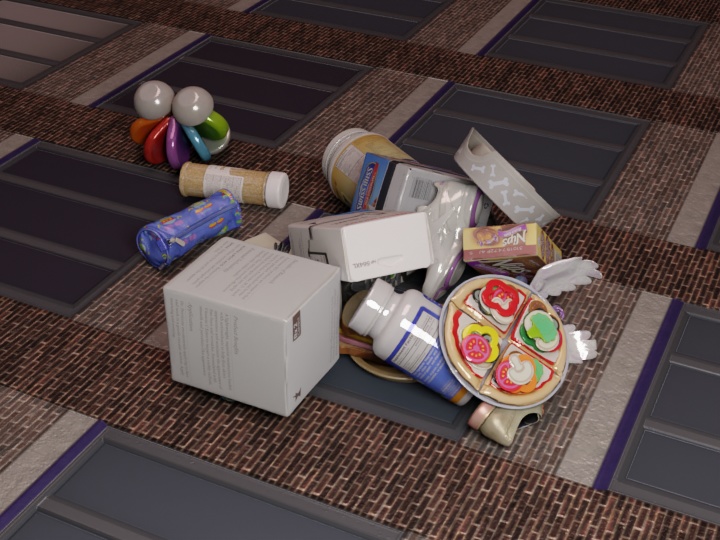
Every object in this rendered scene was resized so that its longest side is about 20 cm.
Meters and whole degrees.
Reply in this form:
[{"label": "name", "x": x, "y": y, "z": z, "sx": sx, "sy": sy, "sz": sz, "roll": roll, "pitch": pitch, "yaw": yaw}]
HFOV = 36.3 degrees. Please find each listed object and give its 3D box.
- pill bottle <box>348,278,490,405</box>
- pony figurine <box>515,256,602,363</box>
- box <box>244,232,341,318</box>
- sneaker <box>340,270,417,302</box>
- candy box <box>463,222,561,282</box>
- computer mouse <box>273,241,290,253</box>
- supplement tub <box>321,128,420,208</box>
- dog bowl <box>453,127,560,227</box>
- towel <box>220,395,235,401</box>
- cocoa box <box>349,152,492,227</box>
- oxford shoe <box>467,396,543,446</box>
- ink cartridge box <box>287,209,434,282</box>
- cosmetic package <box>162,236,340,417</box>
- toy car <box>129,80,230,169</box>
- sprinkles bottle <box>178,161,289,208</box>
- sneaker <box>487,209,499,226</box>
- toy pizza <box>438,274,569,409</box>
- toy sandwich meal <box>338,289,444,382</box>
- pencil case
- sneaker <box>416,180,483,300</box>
[{"label": "pill bottle", "x": 0.088, "y": 0.097, "z": 1.567, "sx": 0.200, "sy": 0.112, "sz": 0.112, "roll": 32, "pitch": 37, "yaw": -1}, {"label": "pony figurine", "x": 0.257, "y": 0.060, "z": 1.679, "sx": 0.193, "sy": 0.167, "sz": 0.200, "roll": -8, "pitch": 12, "yaw": -14}, {"label": "box", "x": -0.118, "y": 0.019, "z": 1.779, "sx": 0.068, "sy": 0.082, "sz": 0.200, "roll": -25, "pitch": 42, "yaw": -33}, {"label": "sneaker", "x": 0.000, "y": 0.000, "z": 1.828, "sx": 0.115, "sy": 0.075, "sz": 0.200, "roll": 19, "pitch": 27, "yaw": 33}, {"label": "candy box", "x": 0.244, "y": -0.024, "z": 1.743, "sx": 0.116, "sy": 0.057, "sz": 0.200, "roll": -4, "pitch": -11, "yaw": 20}, {"label": "computer mouse", "x": -0.191, "y": 0.023, "z": 1.746, "sx": 0.200, "sy": 0.044, "sz": 0.110, "roll": -12, "pitch": 60, "yaw": 40}, {"label": "supplement tub", "x": 0.029, "y": -0.166, "z": 2.004, "sx": 0.144, "sy": 0.145, "sz": 0.200, "roll": -17, "pitch": 37, "yaw": -25}, {"label": "dog bowl", "x": 0.228, "y": -0.138, "z": 1.745, "sx": 0.059, "sy": 0.200, "sz": 0.200, "roll": -44, "pitch": 37, "yaw": 9}, {"label": "towel", "x": -0.182, "y": 0.120, "z": 1.676, "sx": 0.146, "sy": 0.022, "sz": 0.200, "roll": -16, "pitch": 37, "yaw": -25}, {"label": "cocoa box", "x": 0.103, "y": -0.109, "z": 1.856, "sx": 0.200, "sy": 0.134, "sz": 0.131, "roll": 8, "pitch": 13, "yaw": -37}, {"label": "oxford shoe", "x": 0.230, "y": 0.183, "z": 1.560, "sx": 0.074, "sy": 0.071, "sz": 0.200, "roll": 40, "pitch": 48, "yaw": 15}, {"label": "ink cartridge box", "x": -0.002, "y": -0.040, "z": 1.660, "sx": 0.146, "sy": 0.084, "sz": 0.200, "roll": -12, "pitch": 8, "yaw": -26}, {"label": "cosmetic package", "x": -0.151, "y": 0.076, "z": 1.574, "sx": 0.200, "sy": 0.165, "sz": 0.165, "roll": 15, "pitch": 34, "yaw": 21}, {"label": "toy car", "x": -0.364, "y": -0.273, "z": 2.179, "sx": 0.200, "sy": 0.175, "sz": 0.150, "roll": 11, "pitch": 69, "yaw": 15}, {"label": "sprinkles bottle", "x": -0.237, "y": -0.160, "z": 2.062, "sx": 0.200, "sy": 0.068, "sz": 0.068, "roll": 7, "pitch": 34, "yaw": 11}, {"label": "sneaker", "x": 0.205, "y": -0.085, "z": 1.931, "sx": 0.076, "sy": 0.091, "sz": 0.200, "roll": -9, "pitch": 35, "yaw": -29}, {"label": "toy pizza", "x": 0.204, "y": 0.094, "z": 1.526, "sx": 0.200, "sy": 0.032, "sz": 0.201, "roll": 9, "pitch": 63, "yaw": -17}, {"label": "toy sandwich meal", "x": 0.064, "y": 0.092, "z": 1.677, "sx": 0.205, "sy": 0.070, "sz": 0.205, "roll": 0, "pitch": 33, "yaw": 0}, {"label": "pencil case", "x": -0.294, "y": -0.074, "z": 1.918, "sx": 0.087, "sy": 0.078, "sz": 0.200, "roll": -8, "pitch": 19, "yaw": 48}, {"label": "sneaker", "x": 0.126, "y": -0.049, "z": 1.751, "sx": 0.099, "sy": 0.200, "sz": 0.075, "roll": 17, "pitch": -9, "yaw": 18}]
